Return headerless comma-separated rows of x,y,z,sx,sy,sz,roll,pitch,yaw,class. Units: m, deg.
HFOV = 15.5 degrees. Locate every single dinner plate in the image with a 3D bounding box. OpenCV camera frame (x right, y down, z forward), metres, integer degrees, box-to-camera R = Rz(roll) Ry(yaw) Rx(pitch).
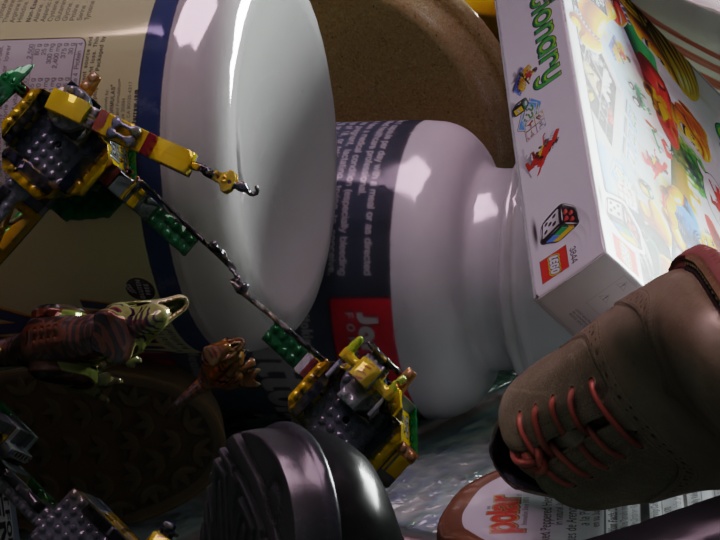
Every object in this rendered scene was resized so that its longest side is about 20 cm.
0.169,-0.090,1.102,0.199,0.024,0.200,27,-1,0,dinner plate

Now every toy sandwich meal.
-0.005,-0.062,1.138,0.204,0.206,0.070,-1,26,18,toy sandwich meal

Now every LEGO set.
-0.082,0.031,0.801,0.154,0.200,0.116,-39,-14,0,LEGO set

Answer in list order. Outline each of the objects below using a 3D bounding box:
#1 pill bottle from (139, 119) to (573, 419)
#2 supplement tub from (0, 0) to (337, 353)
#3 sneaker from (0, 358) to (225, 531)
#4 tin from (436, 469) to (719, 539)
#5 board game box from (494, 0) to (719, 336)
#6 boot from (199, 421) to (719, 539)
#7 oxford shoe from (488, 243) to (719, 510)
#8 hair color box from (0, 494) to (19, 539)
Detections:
0.000,0.000,1.057,0.199,0.121,0.120,-1,16,17,pill bottle
-0.120,-0.042,0.963,0.198,0.146,0.145,-1,16,17,supplement tub
-0.151,0.057,0.995,0.199,0.068,0.090,-9,20,-1,sneaker
0.123,0.088,0.852,0.198,0.042,0.112,-4,11,6,tin
0.105,-0.028,0.982,0.035,0.126,0.201,-33,35,24,board game box
0.060,0.082,0.682,0.199,0.165,0.066,-9,52,-16,boot
0.083,0.045,0.782,0.074,0.071,0.200,-29,-7,-9,oxford shoe
-0.186,0.106,0.844,0.098,0.061,0.200,-3,15,11,hair color box
